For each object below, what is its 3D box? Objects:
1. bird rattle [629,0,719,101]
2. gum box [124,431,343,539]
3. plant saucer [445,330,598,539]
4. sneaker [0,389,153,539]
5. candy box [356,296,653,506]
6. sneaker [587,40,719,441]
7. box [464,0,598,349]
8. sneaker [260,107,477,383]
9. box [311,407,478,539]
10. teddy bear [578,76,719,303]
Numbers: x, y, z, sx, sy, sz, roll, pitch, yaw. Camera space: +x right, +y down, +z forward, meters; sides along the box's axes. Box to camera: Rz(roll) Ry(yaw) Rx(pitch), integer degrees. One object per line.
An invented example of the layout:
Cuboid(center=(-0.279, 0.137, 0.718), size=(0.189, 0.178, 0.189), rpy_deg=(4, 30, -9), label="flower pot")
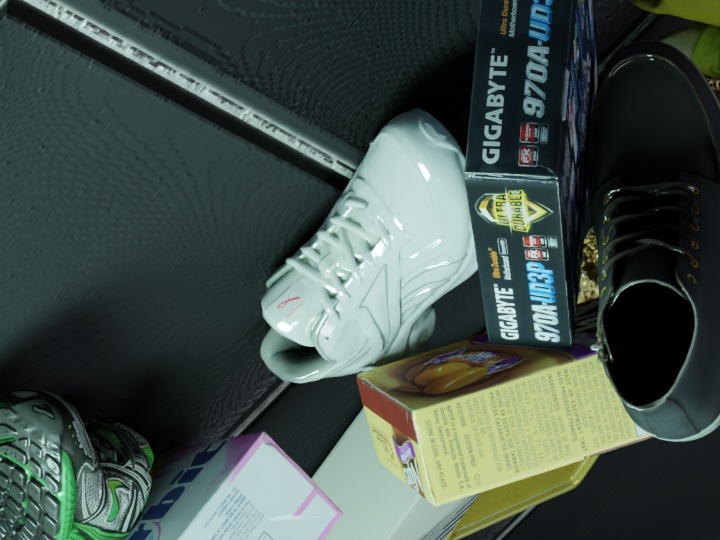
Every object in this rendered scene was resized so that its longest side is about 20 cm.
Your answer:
Cuboid(center=(0.205, -0.070, 1.550), size=(0.163, 0.200, 0.113), rpy_deg=(-28, 169, 39), label="bird rattle")
Cuboid(center=(-0.106, 0.172, 1.500), size=(0.200, 0.066, 0.113), rpy_deg=(-51, -161, -26), label="gum box")
Cuboid(center=(0.113, 0.098, 1.872), size=(0.200, 0.048, 0.200), rpy_deg=(-18, 148, -43), label="plant saucer")
Cuboid(center=(-0.148, 0.096, 1.430), size=(0.085, 0.078, 0.200), rpy_deg=(-43, 167, -15), label="sneaker")
Cuboid(center=(0.110, 0.057, 1.494), size=(0.200, 0.057, 0.117), rpy_deg=(-16, -169, -12), label="candy box")
Cuboid(center=(0.145, -0.022, 1.388), size=(0.075, 0.200, 0.106), rpy_deg=(-8, 168, 12), label="sneaker")
Cuboid(center=(0.084, -0.072, 1.392), size=(0.046, 0.159, 0.200), rpy_deg=(3, 157, 8), label="box")
Cuboid(center=(0.000, 0.000, 1.478), size=(0.099, 0.078, 0.200), rpy_deg=(-23, 151, -30), label="sneaker")
Cuboid(center=(0.011, 0.146, 1.765), size=(0.082, 0.068, 0.200), rpy_deg=(-11, 143, -51), label="box")
Cuboid(center=(0.190, -0.054, 1.717), size=(0.145, 0.067, 0.200), rpy_deg=(-31, 150, -47), label="teddy bear")
